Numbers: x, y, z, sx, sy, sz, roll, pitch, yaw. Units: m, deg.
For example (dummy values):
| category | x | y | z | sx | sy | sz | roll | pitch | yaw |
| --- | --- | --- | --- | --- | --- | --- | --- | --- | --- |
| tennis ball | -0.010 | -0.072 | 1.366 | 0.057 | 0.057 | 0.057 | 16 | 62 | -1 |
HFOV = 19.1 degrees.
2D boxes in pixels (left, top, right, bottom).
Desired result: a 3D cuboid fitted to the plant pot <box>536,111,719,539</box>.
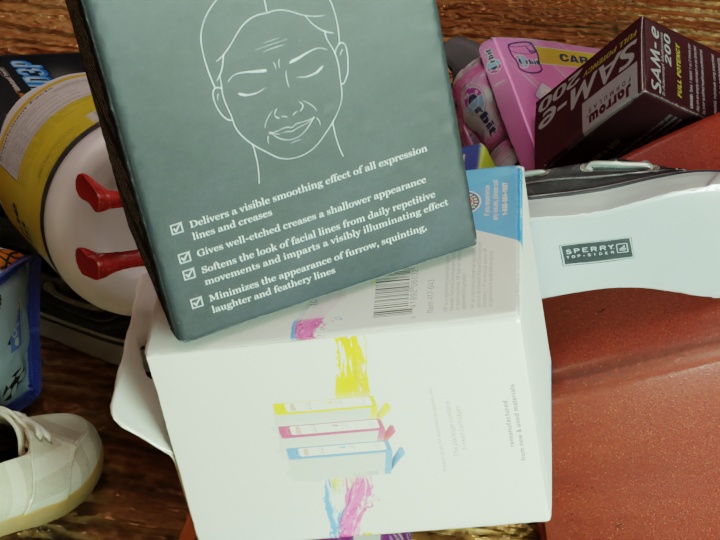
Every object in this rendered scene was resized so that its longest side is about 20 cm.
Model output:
| category | x | y | z | sx | sy | sz | roll | pitch | yaw |
| --- | --- | --- | --- | --- | --- | --- | --- | --- | --- |
| plant pot | 0.168 | 0.055 | 1.199 | 0.176 | 0.200 | 0.200 | -13 | 39 | -1 |

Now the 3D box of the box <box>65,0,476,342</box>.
| category | x | y | z | sx | sy | sz | roll | pitch | yaw |
| --- | --- | --- | --- | --- | --- | --- | --- | --- | --- |
| box | -0.045 | -0.093 | 0.954 | 0.148 | 0.200 | 0.107 | -18 | 36 | -9 |

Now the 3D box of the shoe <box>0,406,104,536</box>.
| category | x | y | z | sx | sy | sz | roll | pitch | yaw |
| --- | --- | --- | --- | --- | --- | --- | --- | --- | --- |
| shoe | -0.198 | 0.107 | 1.147 | 0.070 | 0.054 | 0.200 | 16 | 19 | 21 |

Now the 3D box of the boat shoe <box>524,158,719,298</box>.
| category | x | y | z | sx | sy | sz | roll | pitch | yaw |
| --- | --- | --- | --- | --- | --- | --- | --- | --- | --- |
| boat shoe | 0.140 | -0.027 | 1.100 | 0.199 | 0.072 | 0.068 | -7 | 36 | 8 |

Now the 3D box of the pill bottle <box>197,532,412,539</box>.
| category | x | y | z | sx | sy | sz | roll | pitch | yaw |
| --- | --- | --- | --- | --- | --- | --- | --- | --- | --- |
| pill bottle | -0.030 | 0.149 | 1.102 | 0.112 | 0.112 | 0.200 | 6 | 36 | 1 |

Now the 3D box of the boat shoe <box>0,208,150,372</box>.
| category | x | y | z | sx | sy | sz | roll | pitch | yaw |
| --- | --- | --- | --- | --- | --- | --- | --- | --- | --- |
| boat shoe | -0.160 | 0.009 | 1.310 | 0.199 | 0.064 | 0.071 | 13 | 38 | 10 |

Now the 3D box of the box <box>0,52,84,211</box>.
| category | x | y | z | sx | sy | sz | roll | pitch | yaw |
| --- | --- | --- | --- | --- | --- | --- | --- | --- | --- |
| box | -0.201 | -0.095 | 1.411 | 0.159 | 0.046 | 0.200 | -4 | 23 | -20 |

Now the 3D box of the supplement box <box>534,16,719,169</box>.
| category | x | y | z | sx | sy | sz | roll | pitch | yaw |
| --- | --- | --- | --- | --- | --- | --- | --- | --- | --- |
| supplement box | 0.216 | -0.070 | 1.300 | 0.200 | 0.109 | 0.061 | 21 | 53 | -26 |

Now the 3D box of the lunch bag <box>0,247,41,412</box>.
| category | x | y | z | sx | sy | sz | roll | pitch | yaw |
| --- | --- | --- | --- | --- | --- | --- | --- | --- | --- |
| lunch bag | -0.297 | 0.048 | 1.186 | 0.170 | 0.124 | 0.200 | 17 | 34 | 21 |

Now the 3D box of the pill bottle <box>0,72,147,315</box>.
| category | x | y | z | sx | sy | sz | roll | pitch | yaw |
| --- | --- | --- | --- | --- | --- | --- | --- | --- | --- |
| pill bottle | -0.146 | -0.051 | 1.221 | 0.112 | 0.112 | 0.200 | -10 | 18 | -19 |

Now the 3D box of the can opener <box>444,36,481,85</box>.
| category | x | y | z | sx | sy | sz | roll | pitch | yaw |
| --- | --- | --- | --- | --- | --- | --- | --- | --- | --- |
| can opener | 0.100 | -0.099 | 1.476 | 0.067 | 0.053 | 0.200 | -46 | 48 | 4 |

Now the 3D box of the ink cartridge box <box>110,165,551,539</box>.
| category | x | y | z | sx | sy | sz | roll | pitch | yaw |
| --- | --- | --- | --- | --- | --- | --- | --- | --- | --- |
| ink cartridge box | -0.013 | 0.043 | 1.038 | 0.199 | 0.125 | 0.129 | -6 | 35 | 9 |

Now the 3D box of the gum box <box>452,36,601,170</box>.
| category | x | y | z | sx | sy | sz | roll | pitch | yaw |
| --- | --- | --- | --- | --- | --- | --- | --- | --- | --- |
| gum box | 0.155 | -0.080 | 1.387 | 0.200 | 0.066 | 0.114 | 2 | 58 | -35 |

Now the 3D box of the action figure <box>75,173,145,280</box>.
| category | x | y | z | sx | sy | sz | roll | pitch | yaw |
| --- | --- | --- | --- | --- | --- | --- | --- | --- | --- |
| action figure | -0.053 | -0.039 | 1.125 | 0.200 | 0.066 | 0.052 | -9 | 21 | -27 |

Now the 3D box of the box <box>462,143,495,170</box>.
| category | x | y | z | sx | sy | sz | roll | pitch | yaw |
| --- | --- | --- | --- | --- | --- | --- | --- | --- | --- |
| box | 0.000 | 0.000 | 1.182 | 0.200 | 0.048 | 0.122 | -12 | 45 | 21 |

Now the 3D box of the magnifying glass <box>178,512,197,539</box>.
| category | x | y | z | sx | sy | sz | roll | pitch | yaw |
| --- | --- | --- | --- | --- | --- | --- | --- | --- | --- |
| magnifying glass | -0.066 | 0.086 | 1.222 | 0.022 | 0.080 | 0.200 | 16 | 48 | 7 |
